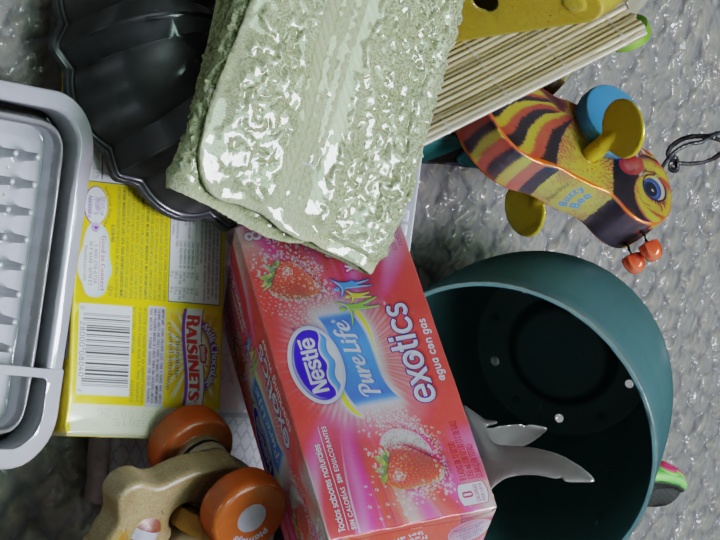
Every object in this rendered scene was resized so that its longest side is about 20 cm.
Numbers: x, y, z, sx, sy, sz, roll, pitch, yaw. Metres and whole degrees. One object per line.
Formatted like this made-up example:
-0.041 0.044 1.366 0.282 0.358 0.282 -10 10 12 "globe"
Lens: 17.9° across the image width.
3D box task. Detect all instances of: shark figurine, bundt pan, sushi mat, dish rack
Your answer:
0.074 0.107 1.345 0.089 0.215 0.128 -11 72 -13 "shark figurine"
-0.067 -0.128 1.258 0.202 0.076 0.202 11 72 -37 "bundt pan"
0.066 -0.131 1.382 0.200 0.096 0.012 -27 147 -13 "sushi mat"
-0.223 -0.002 1.172 0.171 0.043 0.201 8 92 -44 "dish rack"

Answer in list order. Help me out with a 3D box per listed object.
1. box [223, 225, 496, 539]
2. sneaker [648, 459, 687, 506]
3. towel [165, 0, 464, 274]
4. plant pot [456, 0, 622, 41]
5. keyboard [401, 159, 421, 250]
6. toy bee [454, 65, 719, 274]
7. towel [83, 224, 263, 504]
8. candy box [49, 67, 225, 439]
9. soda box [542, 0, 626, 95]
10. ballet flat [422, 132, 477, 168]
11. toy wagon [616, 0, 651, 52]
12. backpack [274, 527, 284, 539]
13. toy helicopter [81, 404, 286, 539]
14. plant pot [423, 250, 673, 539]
-0.006 0.075 1.256 0.094 0.200 0.103 -10 150 -14 "box"
0.156 0.169 1.636 0.200 0.077 0.084 -10 122 -44 "sneaker"
-0.016 -0.111 1.210 0.148 0.036 0.200 21 81 -34 "towel"
0.081 -0.240 1.324 0.200 0.200 0.177 63 35 -35 "plant pot"
0.000 0.000 1.384 0.011 0.056 0.201 -95 -168 -86 "keyboard"
0.152 -0.058 1.413 0.131 0.199 0.109 108 -20 -58 "toy bee"
-0.075 0.050 1.367 0.200 0.032 0.192 7 92 -50 "towel"
-0.121 -0.007 1.264 0.102 0.026 0.201 7 83 -41 "candy box"
0.150 -0.200 1.478 0.064 0.068 0.200 37 69 -3 "soda box"
0.055 -0.098 1.472 0.200 0.072 0.072 0 97 -49 "ballet flat"
0.190 -0.258 1.604 0.200 0.040 0.155 -51 132 -31 "toy wagon"
-0.009 0.239 1.371 0.200 0.126 0.167 67 25 -58 "backpack"
-0.136 0.165 1.229 0.200 0.079 0.133 -18 130 -27 "toy helicopter"
0.110 0.079 1.466 0.161 0.200 0.201 -41 129 -63 "plant pot"
